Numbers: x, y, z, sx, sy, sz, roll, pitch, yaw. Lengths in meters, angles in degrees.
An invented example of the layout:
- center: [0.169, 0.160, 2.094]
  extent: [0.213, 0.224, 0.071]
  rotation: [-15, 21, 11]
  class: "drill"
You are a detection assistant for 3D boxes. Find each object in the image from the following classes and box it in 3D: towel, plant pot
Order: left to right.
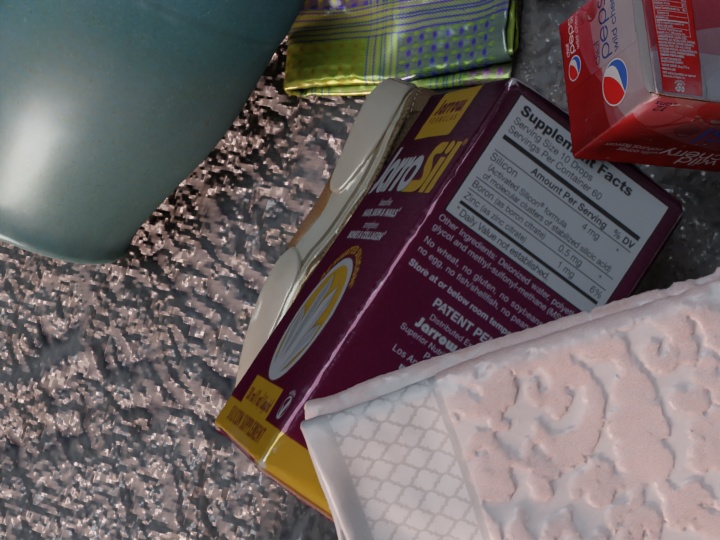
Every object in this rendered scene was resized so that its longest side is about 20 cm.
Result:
- center: [-0.152, -0.115, 0.851]
  extent: [0.200, 0.200, 0.189]
  rotation: [35, 105, 28]
  class: "plant pot"
- center: [0.025, -0.196, 0.881]
  extent: [0.143, 0.023, 0.202]
  rotation: [-2, 74, 23]
  class: "towel"
- center: [0.091, 0.118, 0.640]
  extent: [0.190, 0.032, 0.201]
  rotation: [-17, 104, 4]
  class: "towel"

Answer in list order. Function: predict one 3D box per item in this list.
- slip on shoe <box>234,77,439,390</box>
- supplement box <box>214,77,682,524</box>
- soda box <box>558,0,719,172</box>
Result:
- center: [0.000, 0.000, 0.814]
  extent: [0.060, 0.076, 0.201]
  rotation: [24, 80, 18]
  class: "slip on shoe"
- center: [0.035, 0.024, 0.726]
  extent: [0.103, 0.131, 0.201]
  rotation: [35, 83, -12]
  class: "supplement box"
- center: [0.188, -0.080, 0.682]
  extent: [0.070, 0.198, 0.064]
  rotation: [142, 128, -61]
  class: "soda box"
